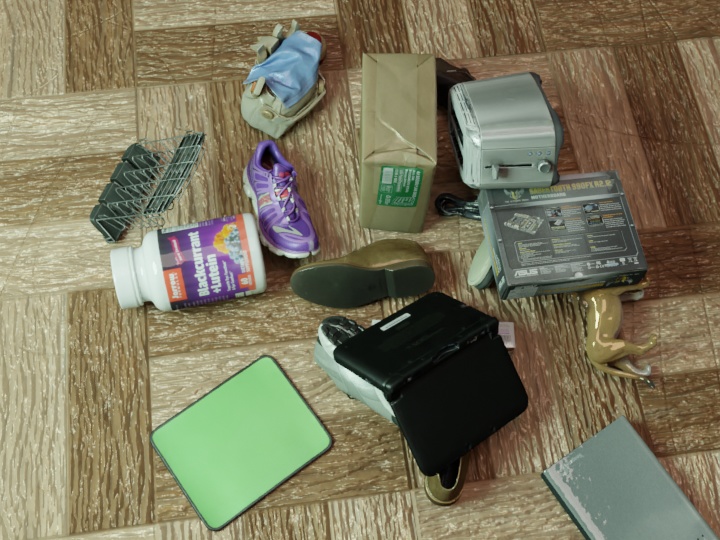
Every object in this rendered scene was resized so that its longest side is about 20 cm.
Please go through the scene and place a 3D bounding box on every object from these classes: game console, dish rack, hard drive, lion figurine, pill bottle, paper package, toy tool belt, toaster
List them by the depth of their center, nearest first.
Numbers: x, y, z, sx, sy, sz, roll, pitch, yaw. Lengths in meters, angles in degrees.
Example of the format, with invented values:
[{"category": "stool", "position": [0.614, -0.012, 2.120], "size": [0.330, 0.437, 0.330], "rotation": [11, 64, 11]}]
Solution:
[{"category": "hard drive", "position": [0.345, 0.306, 1.244], "size": [0.139, 0.033, 0.201], "rotation": [-30, 70, -15]}, {"category": "game console", "position": [0.091, 0.138, 1.247], "size": [0.199, 0.118, 0.175], "rotation": [-27, 36, -34]}, {"category": "pill bottle", "position": [-0.233, -0.007, 1.319], "size": [0.198, 0.112, 0.112], "rotation": [-12, 66, -8]}, {"category": "toaster", "position": [0.193, -0.194, 1.320], "size": [0.128, 0.114, 0.201], "rotation": [-6, 43, -3]}, {"category": "lion figurine", "position": [0.338, 0.068, 1.336], "size": [0.121, 0.073, 0.202], "rotation": [-2, 67, 0]}, {"category": "dish rack", "position": [-0.285, -0.119, 1.338], "size": [0.199, 0.055, 0.155], "rotation": [-3, 57, 43]}, {"category": "paper package", "position": [0.050, -0.178, 1.366], "size": [0.102, 0.200, 0.193], "rotation": [1, 65, -2]}, {"category": "toy tool belt", "position": [-0.107, -0.309, 1.462], "size": [0.124, 0.123, 0.201], "rotation": [25, 66, 9]}]

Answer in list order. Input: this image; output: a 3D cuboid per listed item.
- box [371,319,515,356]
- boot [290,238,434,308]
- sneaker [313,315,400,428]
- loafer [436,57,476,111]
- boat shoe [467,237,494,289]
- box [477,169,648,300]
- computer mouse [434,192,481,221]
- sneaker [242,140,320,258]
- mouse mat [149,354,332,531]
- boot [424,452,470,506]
[{"category": "box", "position": [0.112, 0.094, 1.329], "size": [0.197, 0.039, 0.042], "rotation": [0, 63, -3]}, {"category": "boot", "position": [0.000, 0.000, 1.356], "size": [0.198, 0.074, 0.076], "rotation": [-5, 41, -5]}, {"category": "sneaker", "position": [0.017, 0.147, 1.280], "size": [0.200, 0.080, 0.074], "rotation": [42, 43, 19]}, {"category": "loafer", "position": [0.157, -0.277, 1.471], "size": [0.071, 0.073, 0.200], "rotation": [-34, 56, -24]}, {"category": "boat shoe", "position": [0.224, -0.050, 1.388], "size": [0.067, 0.072, 0.201], "rotation": [39, 72, -13]}, {"category": "box", "position": [0.272, -0.050, 1.318], "size": [0.198, 0.048, 0.160], "rotation": [-7, 63, -8]}, {"category": "computer mouse", "position": [0.196, -0.157, 1.434], "size": [0.109, 0.044, 0.201], "rotation": [10, 57, 35]}, {"category": "sneaker", "position": [-0.114, -0.102, 1.366], "size": [0.080, 0.084, 0.201], "rotation": [-12, 57, -28]}, {"category": "mouse mat", "position": [-0.157, 0.222, 1.273], "size": [0.199, 0.008, 0.161], "rotation": [-33, 71, -18]}, {"category": "boot", "position": [0.124, 0.199, 1.261], "size": [0.073, 0.076, 0.202], "rotation": [7, 63, 3]}]
